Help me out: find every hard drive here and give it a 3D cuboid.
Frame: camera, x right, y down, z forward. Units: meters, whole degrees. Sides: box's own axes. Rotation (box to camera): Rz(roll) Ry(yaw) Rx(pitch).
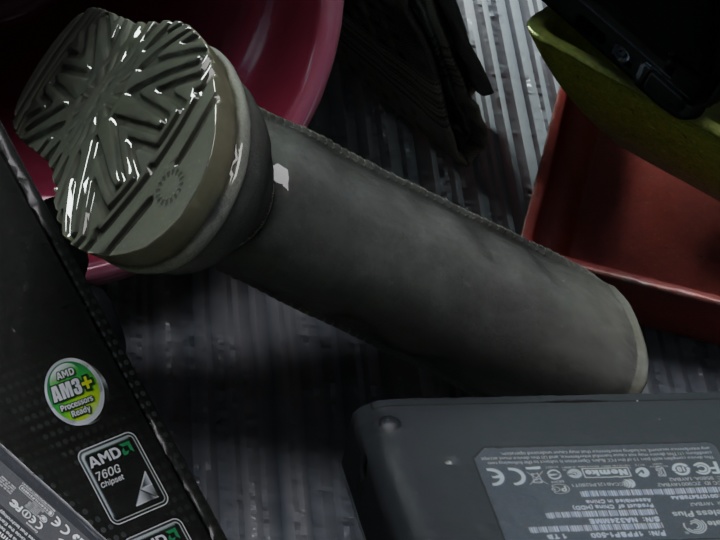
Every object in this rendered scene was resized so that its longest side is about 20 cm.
[{"bbox_3d":[0.084,0.111,0.824,0.139,0.033,0.200,0,37,-16],"label":"hard drive"}]

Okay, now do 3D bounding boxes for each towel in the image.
[{"bbox_3d":[-0.028,-0.146,1.060,0.035,0.193,0.200,-39,55,-12],"label":"towel"}]

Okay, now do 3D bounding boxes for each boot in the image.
[{"bbox_3d":[0.002,-0.001,0.881,0.200,0.073,0.182,35,8,-22],"label":"boot"}]

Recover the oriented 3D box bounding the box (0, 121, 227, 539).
[{"bbox_3d":[-0.158,0.047,0.801,0.200,0.048,0.193,-21,78,-34],"label":"box"}]

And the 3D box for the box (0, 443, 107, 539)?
[{"bbox_3d":[-0.097,0.129,0.714,0.200,0.049,0.161,42,38,-4],"label":"box"}]

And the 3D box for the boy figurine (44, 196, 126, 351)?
[{"bbox_3d":[-0.177,0.023,0.874,0.200,0.064,0.125,-6,62,-29],"label":"boy figurine"}]

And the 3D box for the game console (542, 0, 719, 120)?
[{"bbox_3d":[0.076,-0.160,0.983,0.200,0.117,0.176,43,45,15],"label":"game console"}]

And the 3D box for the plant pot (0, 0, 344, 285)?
[{"bbox_3d":[-0.122,-0.116,0.994,0.199,0.201,0.179,0,23,-16],"label":"plant pot"}]

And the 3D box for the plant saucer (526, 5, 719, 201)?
[{"bbox_3d":[0.187,-0.060,1.053,0.199,0.048,0.200,31,41,24],"label":"plant saucer"}]

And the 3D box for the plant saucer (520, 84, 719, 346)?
[{"bbox_3d":[0.165,-0.025,1.070,0.199,0.037,0.200,14,37,3],"label":"plant saucer"}]
